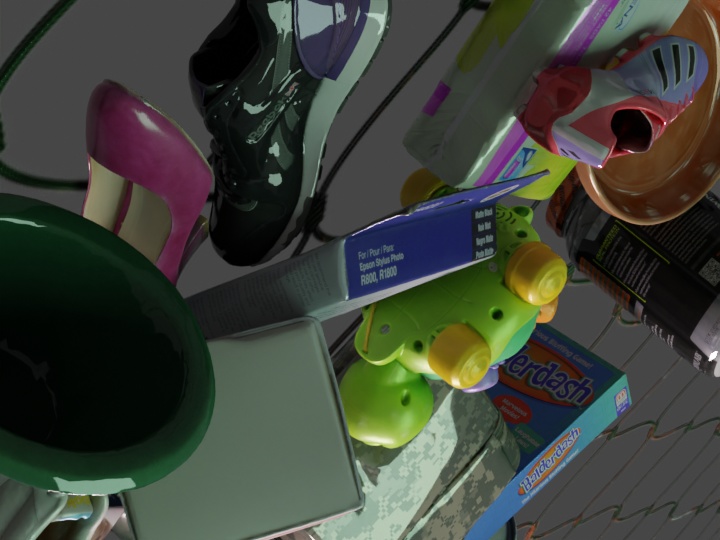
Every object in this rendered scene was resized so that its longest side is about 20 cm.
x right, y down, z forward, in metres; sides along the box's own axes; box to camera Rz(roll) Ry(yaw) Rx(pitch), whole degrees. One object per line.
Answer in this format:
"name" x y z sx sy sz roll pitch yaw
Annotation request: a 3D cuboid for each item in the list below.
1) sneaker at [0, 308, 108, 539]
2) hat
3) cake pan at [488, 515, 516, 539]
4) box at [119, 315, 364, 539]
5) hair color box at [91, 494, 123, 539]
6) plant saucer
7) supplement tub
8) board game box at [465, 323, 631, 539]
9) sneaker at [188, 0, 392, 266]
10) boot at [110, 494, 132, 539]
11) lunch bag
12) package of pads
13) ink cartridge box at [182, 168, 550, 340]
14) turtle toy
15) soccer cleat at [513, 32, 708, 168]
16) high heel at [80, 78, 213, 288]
"sneaker" -0.170 0.094 0.844 0.076 0.080 0.202 10 86 -63
"hat" -0.196 0.075 0.796 0.176 0.199 0.166 -51 -165 38
"cake pan" 0.032 0.225 1.361 0.200 0.200 0.037 -35 121 -29
"box" -0.075 0.106 0.941 0.127 0.110 0.200 -15 172 -6
"hair color box" -0.233 0.158 0.930 0.100 0.060 0.200 -54 157 12
"plant saucer" 0.232 -0.136 1.247 0.199 0.032 0.202 -17 118 -35
"supplement tub" 0.258 -0.015 1.348 0.122 0.200 0.123 -39 156 -21
"board game box" 0.104 0.125 1.349 0.200 0.152 0.045 -40 138 -20
"sneaker" -0.062 -0.088 0.866 0.087 0.076 0.201 -2 131 -34
"boot" -0.106 0.206 1.132 0.068 0.130 0.200 -45 156 -15
"lunch bag" 0.008 0.137 1.224 0.200 0.139 0.168 -46 140 -12
"package of pads" 0.133 -0.144 1.099 0.201 0.068 0.154 -56 155 17
"ink cartridge box" 0.000 0.000 0.973 0.199 0.041 0.199 -22 177 32
"turtle toy" 0.054 0.034 1.116 0.200 0.146 0.101 -48 143 -5
"soccer cleat" 0.181 -0.107 1.057 0.199 0.076 0.067 -17 141 -48
"high heel" -0.128 -0.022 0.832 0.096 0.067 0.200 -53 172 -17
